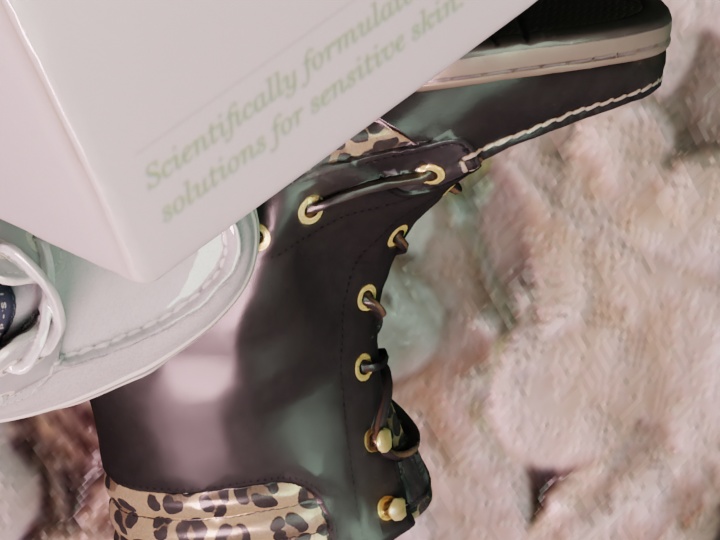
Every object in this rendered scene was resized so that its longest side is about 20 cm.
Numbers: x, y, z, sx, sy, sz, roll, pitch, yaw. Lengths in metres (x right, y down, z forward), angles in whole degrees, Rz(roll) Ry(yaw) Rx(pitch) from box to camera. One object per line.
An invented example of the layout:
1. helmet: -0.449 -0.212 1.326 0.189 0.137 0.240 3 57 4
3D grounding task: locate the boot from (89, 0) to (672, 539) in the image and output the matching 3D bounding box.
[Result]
1. boot: 0.000 0.000 0.838 0.199 0.073 0.152 -15 115 -11

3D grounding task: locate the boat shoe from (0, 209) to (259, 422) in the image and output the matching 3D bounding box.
1. boat shoe: -0.109 0.009 0.723 0.199 0.068 0.073 -7 98 -26

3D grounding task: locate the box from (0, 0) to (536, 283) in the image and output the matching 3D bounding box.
1. box: -0.056 -0.145 0.685 0.199 0.171 0.201 -36 121 -21
